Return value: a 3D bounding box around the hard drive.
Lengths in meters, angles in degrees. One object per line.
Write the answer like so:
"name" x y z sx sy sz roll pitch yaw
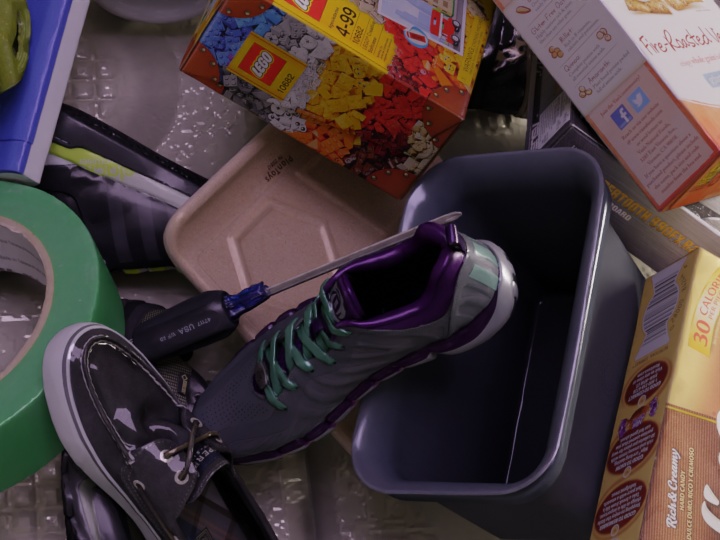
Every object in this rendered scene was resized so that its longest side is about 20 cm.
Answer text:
"hard drive" -0.218 -0.146 1.260 0.131 0.025 0.202 -1 68 37

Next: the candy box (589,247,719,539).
"candy box" 0.195 0.103 1.136 0.116 0.056 0.201 28 56 -17

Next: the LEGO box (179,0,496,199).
"LEGO box" -0.002 -0.160 1.219 0.148 0.077 0.201 30 42 -12

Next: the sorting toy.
"sorting toy" 0.000 0.000 1.228 0.200 0.036 0.185 50 56 -8

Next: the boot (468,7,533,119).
"boot" 0.040 -0.186 1.372 0.149 0.073 0.202 -2 65 -12

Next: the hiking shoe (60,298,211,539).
"hiking shoe" -0.115 0.097 1.165 0.100 0.076 0.202 -2 57 -6

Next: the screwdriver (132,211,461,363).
"screwdriver" -0.037 0.002 1.139 0.199 0.028 0.029 -27 66 14

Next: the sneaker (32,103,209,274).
"sneaker" -0.128 -0.024 1.260 0.199 0.072 0.083 30 97 0

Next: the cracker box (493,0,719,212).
"cracker box" 0.158 -0.134 1.206 0.201 0.058 0.134 53 33 15

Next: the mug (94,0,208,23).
"mug" -0.104 -0.257 1.347 0.198 0.148 0.177 -2 67 -3

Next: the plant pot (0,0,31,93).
"plant pot" -0.294 -0.145 1.183 0.188 0.200 0.202 -12 57 12

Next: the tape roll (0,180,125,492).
"tape roll" -0.231 0.039 1.160 0.198 0.048 0.202 -9 48 11

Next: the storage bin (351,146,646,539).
"storage bin" 0.086 0.056 1.171 0.144 0.134 0.202 -3 61 32

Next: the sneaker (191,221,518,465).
"sneaker" -0.019 0.031 1.102 0.199 0.087 0.075 -32 60 14

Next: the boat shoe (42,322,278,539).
"boat shoe" -0.091 0.112 1.097 0.070 0.066 0.201 -37 105 -43

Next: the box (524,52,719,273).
"box" 0.175 -0.084 1.269 0.158 0.048 0.201 34 34 -16
